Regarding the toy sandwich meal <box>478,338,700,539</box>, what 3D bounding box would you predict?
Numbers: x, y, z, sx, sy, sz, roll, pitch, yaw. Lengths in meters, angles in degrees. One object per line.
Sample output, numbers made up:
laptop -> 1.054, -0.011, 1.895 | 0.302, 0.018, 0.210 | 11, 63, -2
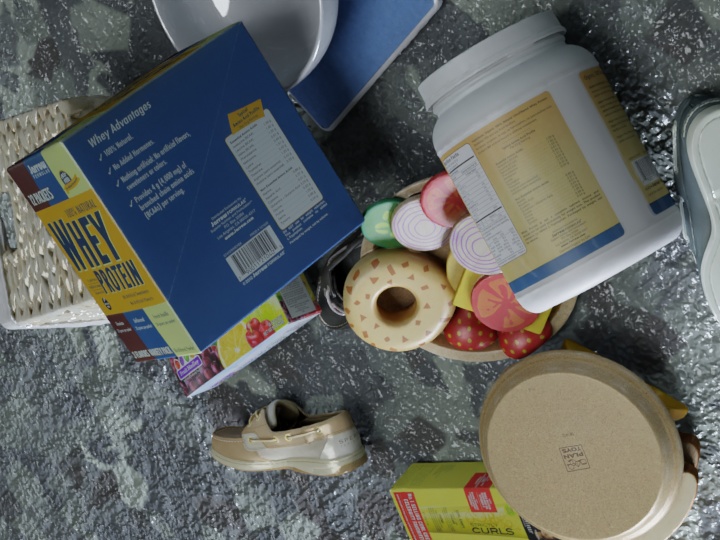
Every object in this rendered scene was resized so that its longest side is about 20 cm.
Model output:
toy sandwich meal -> 0.203, 0.152, 1.395 | 0.204, 0.070, 0.206 | 10, 114, 23

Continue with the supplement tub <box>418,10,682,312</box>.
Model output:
supplement tub -> 0.145, -0.084, 1.242 | 0.144, 0.144, 0.201 | -31, 86, 45

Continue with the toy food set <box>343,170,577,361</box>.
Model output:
toy food set -> 0.090, 0.001, 1.374 | 0.199, 0.049, 0.199 | 19, 125, 1

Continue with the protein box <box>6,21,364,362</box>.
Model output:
protein box -> -0.145, -0.064, 1.336 | 0.201, 0.198, 0.135 | 57, 151, -12

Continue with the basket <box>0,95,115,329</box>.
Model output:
basket -> -0.229, -0.057, 1.480 | 0.160, 0.199, 0.200 | -15, 82, 47

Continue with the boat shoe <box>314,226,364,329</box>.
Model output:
boat shoe -> 0.000, 0.000, 1.481 | 0.067, 0.057, 0.200 | 46, 135, 5

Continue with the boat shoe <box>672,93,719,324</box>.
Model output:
boat shoe -> 0.283, -0.046, 1.242 | 0.062, 0.072, 0.201 | -118, 9, -60

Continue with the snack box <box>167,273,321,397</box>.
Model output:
snack box -> -0.138, 0.023, 1.589 | 0.200, 0.053, 0.143 | -36, 77, 45

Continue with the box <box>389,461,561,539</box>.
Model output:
box -> 0.127, 0.225, 1.530 | 0.199, 0.050, 0.076 | -5, 114, 40

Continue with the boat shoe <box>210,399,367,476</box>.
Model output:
boat shoe -> -0.078, 0.166, 1.647 | 0.199, 0.074, 0.070 | -2, 104, 38

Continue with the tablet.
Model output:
tablet -> -0.021, -0.222, 1.388 | 0.130, 0.014, 0.200 | 48, 136, 3

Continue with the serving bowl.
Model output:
serving bowl -> -0.092, -0.252, 1.368 | 0.199, 0.066, 0.201 | 21, 126, 32
